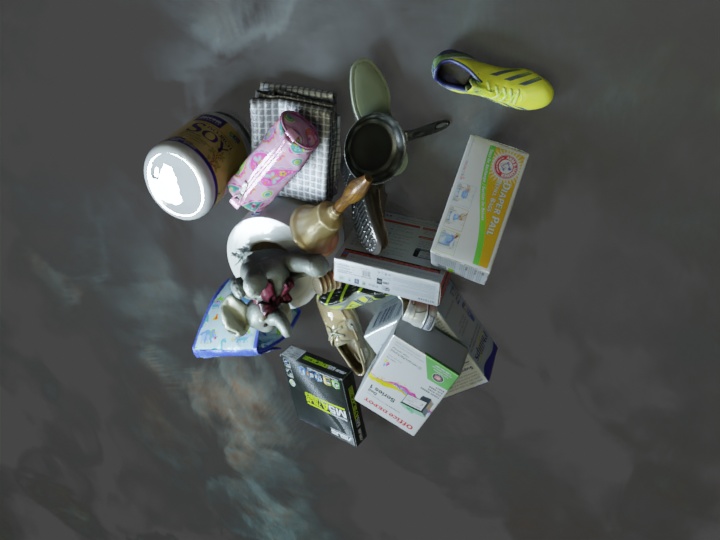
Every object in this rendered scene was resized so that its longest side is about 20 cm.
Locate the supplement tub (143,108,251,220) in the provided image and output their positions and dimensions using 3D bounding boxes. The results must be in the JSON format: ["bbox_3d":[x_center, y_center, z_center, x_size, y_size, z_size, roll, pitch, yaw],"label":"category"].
[{"bbox_3d":[-0.290,-0.202,1.282,0.141,0.201,0.149,12,127,16],"label":"supplement tub"}]

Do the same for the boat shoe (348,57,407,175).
[{"bbox_3d":[0.022,-0.262,1.188,0.070,0.061,0.205,-26,115,-11],"label":"boat shoe"}]

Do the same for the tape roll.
[{"bbox_3d":[-0.145,-0.048,1.361,0.197,0.140,0.207,11,125,16],"label":"tape roll"}]

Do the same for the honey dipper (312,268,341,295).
[{"bbox_3d":[0.000,0.000,1.311,0.038,0.196,0.039,35,135,46],"label":"honey dipper"}]

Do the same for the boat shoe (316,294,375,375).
[{"bbox_3d":[-0.036,0.133,1.479,0.071,0.065,0.203,-18,113,32],"label":"boat shoe"}]

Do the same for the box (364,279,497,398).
[{"bbox_3d":[0.142,0.144,1.380,0.182,0.105,0.202,-27,107,35],"label":"box"}]

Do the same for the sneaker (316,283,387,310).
[{"bbox_3d":[0.011,0.031,1.395,0.194,0.078,0.076,-11,159,16],"label":"sneaker"}]

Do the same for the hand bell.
[{"bbox_3d":[-0.035,-0.111,1.193,0.104,0.105,0.199,43,141,-8],"label":"hand bell"}]

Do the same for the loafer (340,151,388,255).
[{"bbox_3d":[0.021,-0.126,1.220,0.069,0.205,0.073,-5,159,-22],"label":"loafer"}]

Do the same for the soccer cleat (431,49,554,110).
[{"bbox_3d":[0.202,-0.288,1.079,0.195,0.084,0.066,21,128,10],"label":"soccer cleat"}]

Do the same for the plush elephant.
[{"bbox_3d":[-0.165,0.050,1.249,0.198,0.162,0.160,17,119,49],"label":"plush elephant"}]

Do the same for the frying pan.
[{"bbox_3d":[0.050,-0.229,1.157,0.190,0.031,0.116,-43,117,-5],"label":"frying pan"}]

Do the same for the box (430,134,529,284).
[{"bbox_3d":[0.192,-0.097,1.127,0.099,0.205,0.113,19,173,9],"label":"box"}]

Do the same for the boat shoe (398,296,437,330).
[{"bbox_3d":[0.095,0.030,1.262,0.068,0.202,0.072,15,125,-10],"label":"boat shoe"}]

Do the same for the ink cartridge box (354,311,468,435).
[{"bbox_3d":[0.094,0.198,1.316,0.142,0.084,0.202,30,129,2],"label":"ink cartridge box"}]

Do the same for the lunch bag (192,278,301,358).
[{"bbox_3d":[-0.243,0.112,1.472,0.166,0.201,0.130,-6,120,26],"label":"lunch bag"}]

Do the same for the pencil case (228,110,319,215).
[{"bbox_3d":[-0.154,-0.184,1.204,0.087,0.088,0.199,43,127,-9],"label":"pencil case"}]

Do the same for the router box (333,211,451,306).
[{"bbox_3d":[0.072,-0.030,1.248,0.195,0.181,0.050,13,128,16],"label":"router box"}]

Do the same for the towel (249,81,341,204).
[{"bbox_3d":[-0.119,-0.229,1.264,0.161,0.086,0.205,13,126,15],"label":"towel"}]

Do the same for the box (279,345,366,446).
[{"bbox_3d":[-0.085,0.285,1.581,0.196,0.047,0.198,16,127,38],"label":"box"}]
